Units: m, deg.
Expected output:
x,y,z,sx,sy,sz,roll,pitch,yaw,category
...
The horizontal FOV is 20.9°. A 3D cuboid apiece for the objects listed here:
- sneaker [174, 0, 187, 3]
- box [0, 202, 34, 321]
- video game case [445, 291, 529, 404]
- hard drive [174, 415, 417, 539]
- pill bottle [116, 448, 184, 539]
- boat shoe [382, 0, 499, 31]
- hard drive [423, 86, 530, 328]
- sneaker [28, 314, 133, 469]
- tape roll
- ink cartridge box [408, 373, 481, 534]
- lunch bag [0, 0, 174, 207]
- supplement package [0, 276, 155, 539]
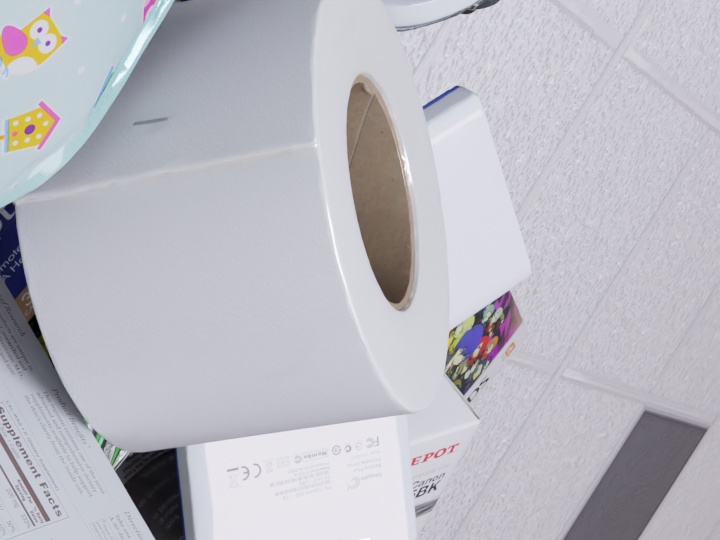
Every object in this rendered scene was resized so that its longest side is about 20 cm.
x,y,z,sx,sy,sz,roll,pitch,yaw,category
-0.073,-0.120,0.990,0.077,0.076,0.200,-4,130,-26,sneaker
-0.173,-0.056,0.921,0.121,0.032,0.200,-51,152,-9,box
0.037,0.066,1.398,0.181,0.036,0.200,-49,152,-11,video game case
-0.039,0.060,1.052,0.132,0.025,0.200,-9,101,-25,hard drive
-0.083,0.179,1.130,0.114,0.200,0.114,-39,149,-30,pill bottle
0.069,-0.180,1.142,0.200,0.069,0.057,-37,148,-37,boat shoe
0.000,0.000,1.119,0.200,0.025,0.132,-33,126,-19,hard drive
-0.143,0.091,1.021,0.085,0.078,0.200,25,81,-49,sneaker
-0.052,-0.025,0.887,0.203,0.139,0.203,-9,90,-74,tape roll
-0.028,0.152,1.281,0.147,0.083,0.200,-14,142,-39,ink cartridge box
-0.160,-0.129,0.756,0.200,0.122,0.170,-58,151,-12,lunch bag
-0.192,0.124,0.857,0.156,0.200,0.111,-42,163,34,supplement package
